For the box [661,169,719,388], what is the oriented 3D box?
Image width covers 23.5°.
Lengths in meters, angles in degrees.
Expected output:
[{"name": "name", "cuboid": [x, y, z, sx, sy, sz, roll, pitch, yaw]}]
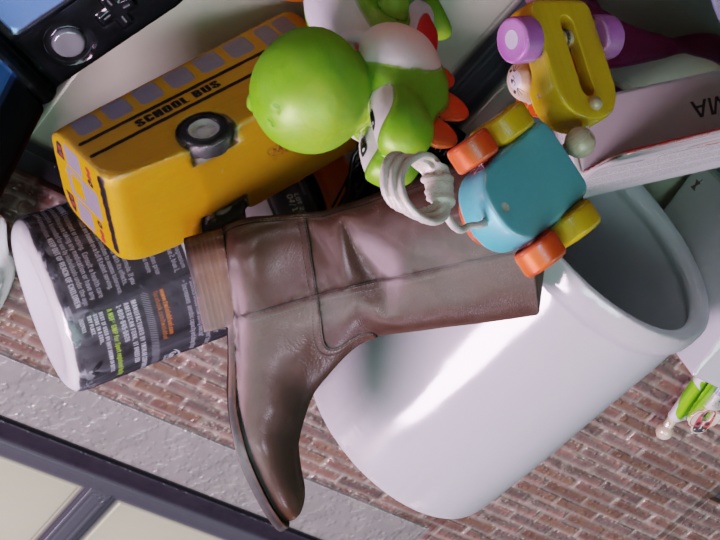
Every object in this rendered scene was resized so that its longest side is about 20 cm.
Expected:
[{"name": "box", "cuboid": [0.287, 0.033, 1.123, 0.199, 0.125, 0.098, 26, 109, -28]}]

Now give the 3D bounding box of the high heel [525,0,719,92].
[{"name": "high heel", "cuboid": [0.181, -0.104, 1.009, 0.199, 0.096, 0.067, 29, 121, -31]}]

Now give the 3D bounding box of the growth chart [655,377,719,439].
[{"name": "growth chart", "cuboid": [0.329, 0.079, 1.260, 0.198, 0.018, 0.145, 8, 129, -19]}]

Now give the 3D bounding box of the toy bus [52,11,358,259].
[{"name": "toy bus", "cuboid": [-0.064, -0.082, 0.960, 0.199, 0.078, 0.065, -31, 139, -23]}]

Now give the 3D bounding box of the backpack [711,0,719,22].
[{"name": "backpack", "cuboid": [0.260, -0.194, 0.885, 0.190, 0.200, 0.155, -32, 105, 7]}]

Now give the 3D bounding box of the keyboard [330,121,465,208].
[{"name": "keyboard", "cuboid": [0.000, 0.000, 0.996, 0.201, 0.040, 0.104, -59, 152, 4]}]

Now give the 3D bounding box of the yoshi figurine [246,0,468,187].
[{"name": "yoshi figurine", "cuboid": [-0.015, -0.125, 0.881, 0.111, 0.201, 0.113, -19, 134, 8]}]

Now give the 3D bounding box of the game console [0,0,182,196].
[{"name": "game console", "cuboid": [-0.203, -0.142, 0.884, 0.172, 0.119, 0.200, -30, 131, 16]}]

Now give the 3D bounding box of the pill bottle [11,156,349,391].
[{"name": "pill bottle", "cuboid": [-0.095, -0.011, 1.015, 0.199, 0.106, 0.107, -20, 136, -18]}]

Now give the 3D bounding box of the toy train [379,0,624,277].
[{"name": "toy train", "cuboid": [0.052, -0.091, 0.817, 0.149, 0.202, 0.056, 22, 151, -27]}]

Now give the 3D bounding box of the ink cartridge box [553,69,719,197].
[{"name": "ink cartridge box", "cuboid": [0.204, -0.087, 0.910, 0.198, 0.045, 0.176, -13, 175, -7]}]

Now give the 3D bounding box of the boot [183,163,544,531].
[{"name": "boot", "cuboid": [0.020, 0.039, 0.945, 0.198, 0.064, 0.188, -14, 113, -3]}]

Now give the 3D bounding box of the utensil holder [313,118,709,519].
[{"name": "utensil holder", "cuboid": [0.088, 0.034, 1.070, 0.169, 0.171, 0.200, 24, 126, -29]}]

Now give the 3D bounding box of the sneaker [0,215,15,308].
[{"name": "sneaker", "cuboid": [-0.286, -0.020, 1.022, 0.146, 0.081, 0.200, 31, 153, 2]}]
